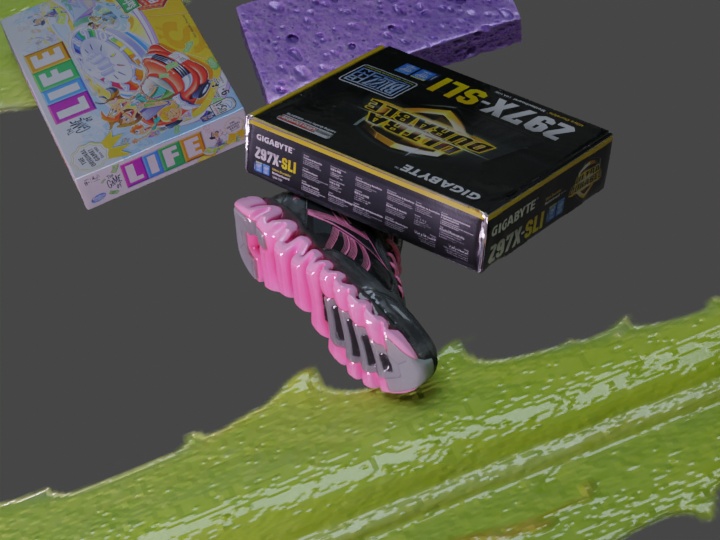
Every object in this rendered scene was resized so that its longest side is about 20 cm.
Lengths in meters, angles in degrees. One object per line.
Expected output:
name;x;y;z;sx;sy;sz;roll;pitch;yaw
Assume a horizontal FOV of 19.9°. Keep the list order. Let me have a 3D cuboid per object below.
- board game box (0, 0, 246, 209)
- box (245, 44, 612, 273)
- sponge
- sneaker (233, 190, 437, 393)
board game box;-0.179;-0.145;1.544;0.134;0.034;0.200;-24;49;-8
box;0.047;-0.081;1.394;0.199;0.050;0.159;25;35;30
sponge;0.013;-0.185;1.540;0.199;0.030;0.112;-18;48;-4
sneaker;0.000;0.000;1.361;0.095;0.079;0.200;-25;49;-25
